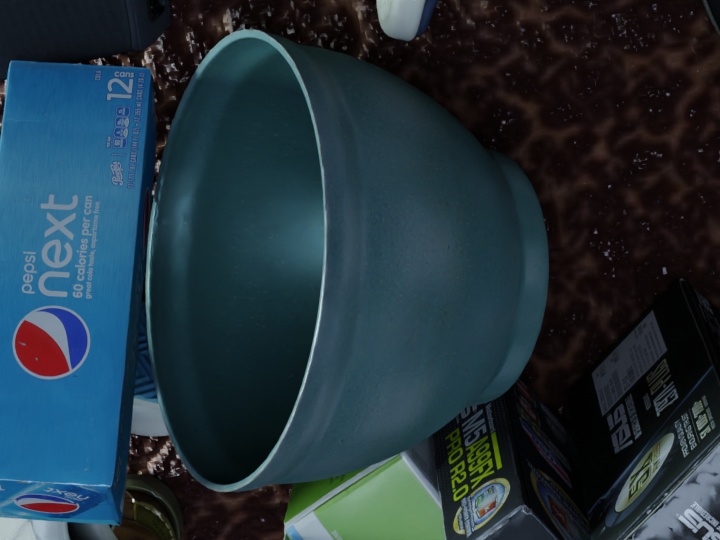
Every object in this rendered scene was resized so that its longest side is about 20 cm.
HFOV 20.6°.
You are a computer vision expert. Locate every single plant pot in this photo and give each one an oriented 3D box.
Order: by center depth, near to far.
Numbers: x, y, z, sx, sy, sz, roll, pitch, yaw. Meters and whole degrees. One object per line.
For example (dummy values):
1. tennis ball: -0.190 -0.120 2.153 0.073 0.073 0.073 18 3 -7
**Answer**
1. plant pot: 0.000 0.000 0.891 0.134 0.200 0.201 4 110 -26

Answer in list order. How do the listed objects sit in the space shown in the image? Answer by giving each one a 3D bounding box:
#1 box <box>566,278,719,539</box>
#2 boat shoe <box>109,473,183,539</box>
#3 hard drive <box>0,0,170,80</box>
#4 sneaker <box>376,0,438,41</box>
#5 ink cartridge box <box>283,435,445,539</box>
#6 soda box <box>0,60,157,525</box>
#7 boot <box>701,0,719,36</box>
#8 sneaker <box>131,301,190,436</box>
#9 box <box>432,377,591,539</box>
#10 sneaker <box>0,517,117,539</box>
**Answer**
1. box: 0.185 0.112 0.896 0.164 0.200 0.086 40 104 -10
2. boat shoe: -0.189 0.155 1.001 0.199 0.068 0.072 -21 106 10
3. hard drive: -0.169 -0.171 0.875 0.134 0.042 0.201 -11 129 6
4. sneaker: 0.069 -0.188 0.877 0.084 0.075 0.201 13 117 -18
5. ink cartridge box: 0.035 0.157 0.919 0.076 0.200 0.148 -34 103 13
6. soda box: -0.133 0.009 0.893 0.067 0.064 0.201 3 67 -2
7. boot: 0.206 -0.079 0.858 0.073 0.154 0.204 -22 105 10
8. sneaker: -0.172 0.049 0.970 0.199 0.077 0.081 12 124 1
9. box: 0.113 0.148 0.923 0.044 0.160 0.200 -38 108 13
10. sneaker: -0.148 0.164 0.930 0.093 0.070 0.201 4 101 7
